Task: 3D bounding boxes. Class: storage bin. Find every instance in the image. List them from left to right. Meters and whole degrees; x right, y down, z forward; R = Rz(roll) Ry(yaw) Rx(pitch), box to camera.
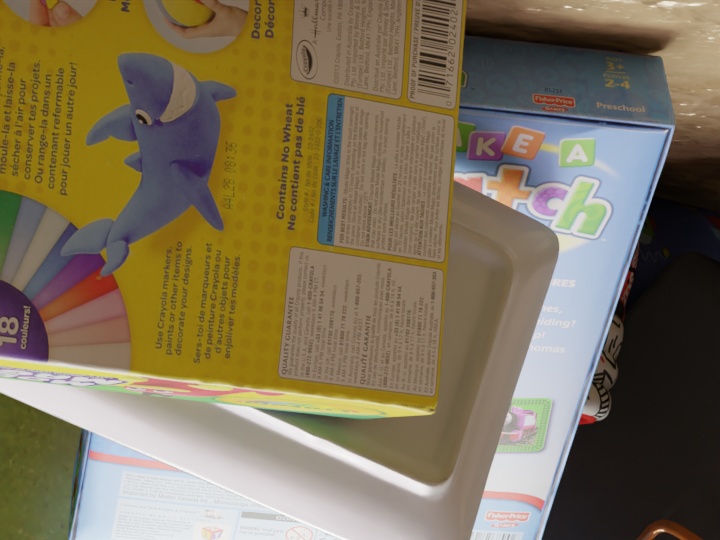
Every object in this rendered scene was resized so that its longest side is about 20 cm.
[{"bbox_3d":[0.115,0.096,0.999,0.134,0.200,0.145,47,-165,34],"label":"storage bin"}]

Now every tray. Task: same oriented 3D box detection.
[{"bbox_3d":[-0.039,-0.002,0.763,0.200,0.108,0.022,25,163,-21],"label":"tray"}]

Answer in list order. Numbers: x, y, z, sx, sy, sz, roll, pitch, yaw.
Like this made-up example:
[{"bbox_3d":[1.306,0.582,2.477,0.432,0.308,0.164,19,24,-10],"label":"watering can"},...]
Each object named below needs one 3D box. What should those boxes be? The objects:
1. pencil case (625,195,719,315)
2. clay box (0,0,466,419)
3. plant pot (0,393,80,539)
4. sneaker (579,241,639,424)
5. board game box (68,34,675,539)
[{"bbox_3d":[0.114,0.015,1.098,0.200,0.078,0.087,13,132,-47],"label":"pencil case"},{"bbox_3d":[-0.073,-0.031,0.708,0.200,0.115,0.048,9,171,-26],"label":"clay box"},{"bbox_3d":[-0.110,0.060,1.037,0.200,0.184,0.200,10,161,3],"label":"plant pot"},{"bbox_3d":[0.001,0.000,0.943,0.201,0.108,0.067,8,173,-26],"label":"sneaker"},{"bbox_3d":[-0.003,0.013,0.871,0.151,0.037,0.200,6,134,-8],"label":"board game box"}]
